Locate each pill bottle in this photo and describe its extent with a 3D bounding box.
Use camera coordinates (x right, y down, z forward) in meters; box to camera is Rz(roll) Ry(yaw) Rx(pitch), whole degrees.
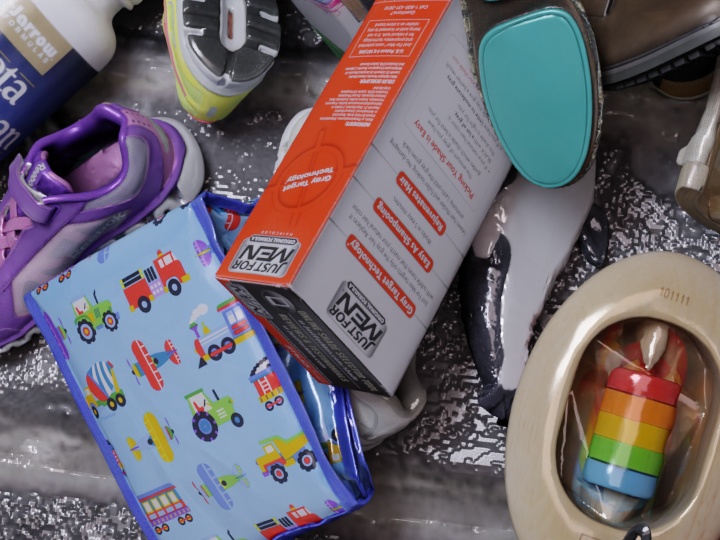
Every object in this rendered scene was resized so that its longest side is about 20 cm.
[{"bbox_3d":[-0.219,-0.142,0.963,0.200,0.111,0.111,-42,77,0],"label":"pill bottle"}]

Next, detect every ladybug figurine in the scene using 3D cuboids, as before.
[{"bbox_3d":[0.148,0.089,0.878,0.134,0.072,0.202,20,88,2],"label":"ladybug figurine"}]

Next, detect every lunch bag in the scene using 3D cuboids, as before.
[{"bbox_3d":[-0.082,0.075,0.891,0.150,0.094,0.202,-25,81,34],"label":"lunch bag"}]

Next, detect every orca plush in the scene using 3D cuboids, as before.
[{"bbox_3d":[0.087,-0.010,0.929,0.104,0.071,0.203,6,84,-35],"label":"orca plush"}]

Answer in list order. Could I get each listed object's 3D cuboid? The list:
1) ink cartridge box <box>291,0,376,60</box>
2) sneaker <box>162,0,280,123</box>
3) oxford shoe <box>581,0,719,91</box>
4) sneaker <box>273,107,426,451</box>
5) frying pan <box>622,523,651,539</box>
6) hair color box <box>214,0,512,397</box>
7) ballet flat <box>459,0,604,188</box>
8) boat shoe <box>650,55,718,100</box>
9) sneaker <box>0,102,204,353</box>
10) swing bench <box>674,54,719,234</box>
[{"bbox_3d":[0.015,-0.206,0.885,0.145,0.200,0.084,-46,52,-1],"label":"ink cartridge box"},{"bbox_3d":[-0.091,-0.180,0.970,0.077,0.091,0.202,10,59,-14],"label":"sneaker"},{"bbox_3d":[0.137,-0.143,0.844,0.072,0.199,0.085,-23,105,-24],"label":"oxford shoe"},{"bbox_3d":[0.000,0.000,0.910,0.074,0.081,0.203,-6,81,-27],"label":"sneaker"},{"bbox_3d":[0.110,0.205,0.849,0.114,0.031,0.193,23,111,52],"label":"frying pan"},{"bbox_3d":[0.016,-0.048,0.831,0.061,0.102,0.201,6,58,43],"label":"hair color box"},{"bbox_3d":[0.080,-0.142,0.806,0.067,0.076,0.202,-13,119,23],"label":"ballet flat"},{"bbox_3d":[0.165,-0.198,0.937,0.074,0.062,0.202,-22,76,7],"label":"boat shoe"},{"bbox_3d":[-0.190,-0.032,0.948,0.200,0.088,0.081,-40,69,1],"label":"sneaker"},{"bbox_3d":[0.293,-0.101,0.868,0.198,0.130,0.201,17,84,17],"label":"swing bench"}]
